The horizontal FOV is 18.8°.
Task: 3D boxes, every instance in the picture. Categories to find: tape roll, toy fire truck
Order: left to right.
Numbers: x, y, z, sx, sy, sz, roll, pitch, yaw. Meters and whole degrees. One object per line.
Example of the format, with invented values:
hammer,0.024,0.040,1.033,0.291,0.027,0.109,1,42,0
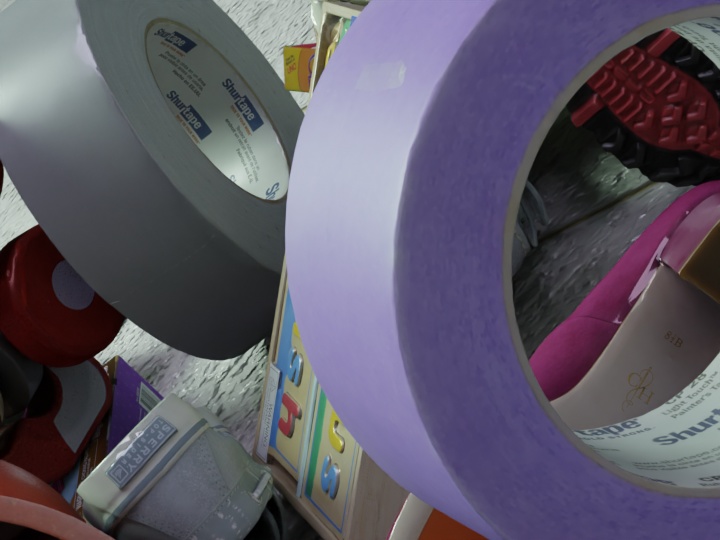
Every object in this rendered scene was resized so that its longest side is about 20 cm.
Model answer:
toy fire truck,-0.209,0.032,0.968,0.112,0.200,0.168,-24,27,43
tape roll,-0.090,-0.058,1.033,0.066,0.200,0.200,-36,23,19
tape roll,0.085,-0.010,0.630,0.200,0.200,0.085,-48,22,-10

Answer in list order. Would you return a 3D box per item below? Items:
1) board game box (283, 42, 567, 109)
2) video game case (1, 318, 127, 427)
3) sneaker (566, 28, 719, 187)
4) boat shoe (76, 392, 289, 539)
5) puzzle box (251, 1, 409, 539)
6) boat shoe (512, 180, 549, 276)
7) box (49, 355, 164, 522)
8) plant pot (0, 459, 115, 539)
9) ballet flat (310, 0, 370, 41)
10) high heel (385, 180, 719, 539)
board game box,0.054,-0.090,0.978,0.095,0.030,0.200,-10,15,-30
video game case,-0.229,0.096,1.146,0.181,0.036,0.200,-46,9,-35
sneaker,0.081,-0.120,0.844,0.079,0.200,0.096,-34,21,30
boat shoe,-0.066,0.098,0.868,0.070,0.072,0.201,-44,-5,-6
puzzle box,0.000,0.000,0.848,0.133,0.025,0.201,-149,67,-68
boat shoe,0.039,-0.040,0.948,0.065,0.074,0.202,-41,12,2
box,-0.156,0.137,1.012,0.137,0.039,0.200,-39,22,15
plant pot,-0.155,0.156,0.789,0.201,0.201,0.195,-45,14,-3
ballet flat,0.014,-0.156,1.192,0.200,0.067,0.068,-13,70,55
high heel,0.078,0.052,0.749,0.200,0.067,0.096,-44,0,2
